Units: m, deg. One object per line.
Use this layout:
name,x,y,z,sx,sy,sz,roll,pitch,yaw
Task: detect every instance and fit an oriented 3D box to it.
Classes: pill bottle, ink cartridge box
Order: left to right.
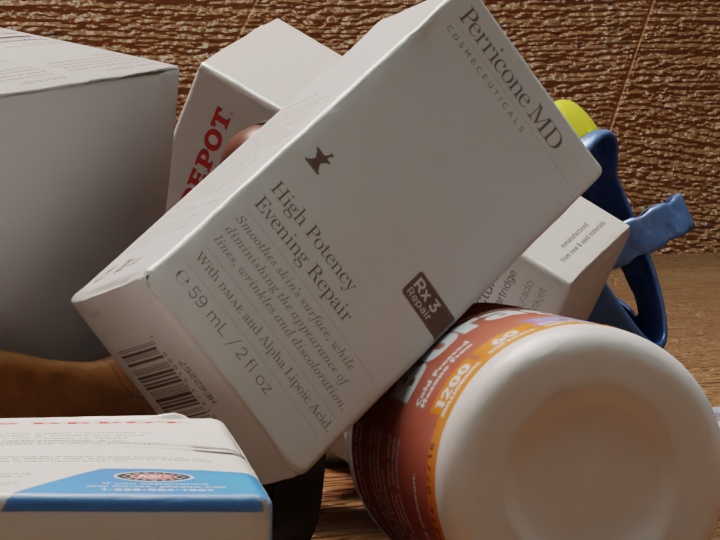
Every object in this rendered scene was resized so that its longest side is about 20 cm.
ink cartridge box,-0.107,0.096,0.846,0.145,0.085,0.200,0,2,-6
ink cartridge box,0.000,0.000,1.244,0.199,0.147,0.083,30,30,13
pill bottle,0.058,0.070,1.067,0.112,0.113,0.200,-1,3,-15

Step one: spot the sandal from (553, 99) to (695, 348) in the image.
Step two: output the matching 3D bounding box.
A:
sandal,0.107,0.024,1.286,0.087,0.201,0.079,22,33,29

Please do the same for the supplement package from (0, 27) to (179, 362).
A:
supplement package,-0.179,-0.009,1.094,0.110,0.157,0.200,14,15,29

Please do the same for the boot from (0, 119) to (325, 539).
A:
boot,-0.103,0.033,1.075,0.199,0.189,0.068,-1,14,-41

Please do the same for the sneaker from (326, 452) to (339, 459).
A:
sneaker,-0.009,0.067,1.434,0.129,0.080,0.199,0,3,30

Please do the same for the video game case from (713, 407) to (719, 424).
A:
video game case,0.217,0.093,1.465,0.199,0.023,0.182,-2,4,-30

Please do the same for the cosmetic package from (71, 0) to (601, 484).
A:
cosmetic package,-0.006,-0.014,1.062,0.200,0.102,0.074,-45,15,-29
